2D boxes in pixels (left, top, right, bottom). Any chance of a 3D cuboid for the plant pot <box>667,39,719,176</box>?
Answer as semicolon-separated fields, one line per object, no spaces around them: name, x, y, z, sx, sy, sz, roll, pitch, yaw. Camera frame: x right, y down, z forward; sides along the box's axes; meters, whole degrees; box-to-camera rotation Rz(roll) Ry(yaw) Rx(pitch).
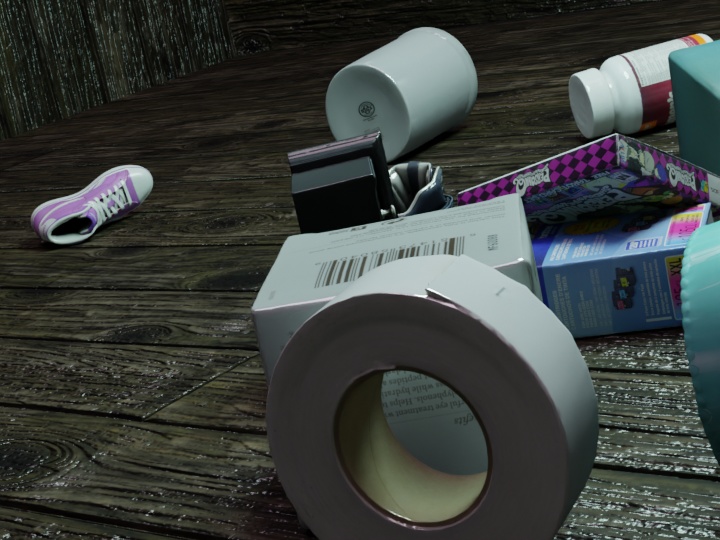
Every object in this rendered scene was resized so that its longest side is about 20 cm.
plant pot;0.447;-0.169;1.641;0.139;0.143;0.200;-13;23;1

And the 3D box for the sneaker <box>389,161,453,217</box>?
sneaker;0.086;-0.049;1.494;0.076;0.148;0.202;-5;15;31

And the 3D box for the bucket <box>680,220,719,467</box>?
bucket;0.290;0.044;0.892;0.133;0.209;0.207;-13;13;30

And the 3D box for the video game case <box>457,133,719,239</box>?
video game case;0.223;-0.066;1.394;0.180;0.036;0.199;15;-23;-41

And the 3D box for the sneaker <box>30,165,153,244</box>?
sneaker;-0.390;-0.090;2.198;0.199;0.073;0.114;-30;24;-18

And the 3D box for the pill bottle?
pill bottle;0.396;-0.252;2.020;0.198;0.111;0.110;-16;15;-9

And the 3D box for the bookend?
bookend;0.000;0.000;1.282;0.091;0.203;0.199;-13;14;1

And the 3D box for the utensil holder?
utensil holder;0.062;-0.270;2.258;0.168;0.172;0.199;-2;20;36

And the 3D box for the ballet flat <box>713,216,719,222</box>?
ballet flat;0.302;-0.052;1.494;0.071;0.073;0.199;-20;11;-24

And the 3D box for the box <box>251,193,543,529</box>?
box;0.042;0.061;1.080;0.196;0.173;0.200;-11;15;8

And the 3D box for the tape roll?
tape roll;0.044;0.095;0.900;0.200;0.205;0.071;-5;16;28

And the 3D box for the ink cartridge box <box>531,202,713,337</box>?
ink cartridge box;0.222;0.003;1.328;0.198;0.077;0.136;-9;15;20
